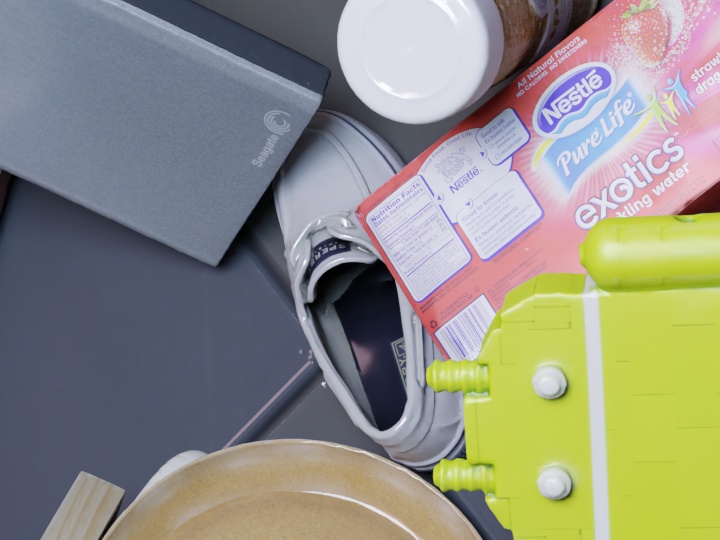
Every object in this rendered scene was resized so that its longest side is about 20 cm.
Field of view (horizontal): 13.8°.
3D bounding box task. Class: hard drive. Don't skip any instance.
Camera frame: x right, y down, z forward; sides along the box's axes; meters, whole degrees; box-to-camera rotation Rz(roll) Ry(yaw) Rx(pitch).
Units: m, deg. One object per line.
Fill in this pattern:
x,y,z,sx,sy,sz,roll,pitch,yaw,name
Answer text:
-0.130,-0.090,1.413,0.140,0.199,0.033,-54,15,47,hard drive

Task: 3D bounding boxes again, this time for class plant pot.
-0.030,0.171,1.338,0.199,0.028,0.201,1,60,-1,plant pot

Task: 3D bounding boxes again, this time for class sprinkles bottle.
0.052,-0.115,1.327,0.068,0.200,0.069,4,104,18,sprinkles bottle

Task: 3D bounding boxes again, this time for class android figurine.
0.128,0.063,1.265,0.199,0.041,0.183,0,107,6,android figurine

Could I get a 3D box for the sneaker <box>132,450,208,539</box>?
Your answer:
-0.078,0.188,1.385,0.111,0.077,0.201,19,65,13,sneaker

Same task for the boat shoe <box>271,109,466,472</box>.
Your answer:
0.000,0.000,1.401,0.073,0.065,0.200,-36,59,16,boat shoe

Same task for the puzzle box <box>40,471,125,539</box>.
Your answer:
-0.163,0.196,1.345,0.025,0.200,0.133,23,121,1,puzzle box

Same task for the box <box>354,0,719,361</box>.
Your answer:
0.112,-0.041,1.326,0.200,0.095,0.100,-39,67,14,box

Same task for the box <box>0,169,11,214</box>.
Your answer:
-0.308,-0.001,1.519,0.164,0.166,0.201,9,79,35,box
